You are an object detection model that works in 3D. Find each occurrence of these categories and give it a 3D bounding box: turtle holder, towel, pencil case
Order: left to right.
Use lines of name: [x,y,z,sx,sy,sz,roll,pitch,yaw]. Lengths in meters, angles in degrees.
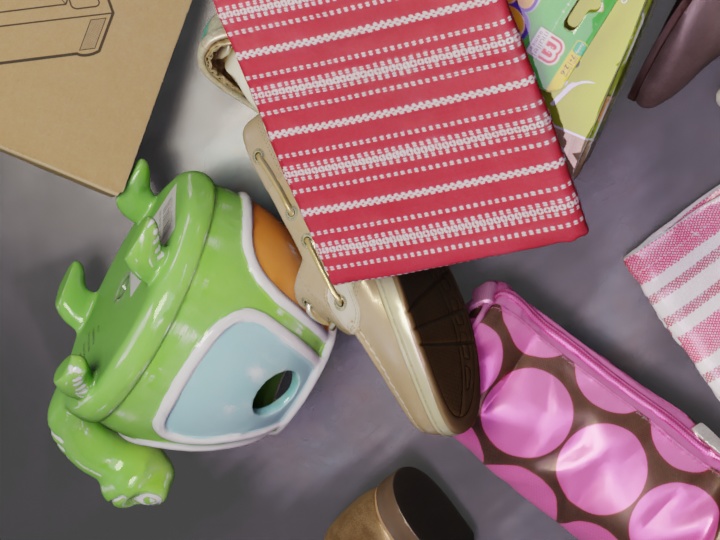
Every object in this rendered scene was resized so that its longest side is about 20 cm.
turtle holder: [-0.096,0.045,1.443,0.131,0.141,0.186,26,86,-17]
towel: [0.014,-0.093,1.264,0.144,0.023,0.201,-10,114,27]
pencil case: [0.123,0.087,1.448,0.200,0.091,0.094,35,130,1]
towel: [0.257,0.033,1.454,0.146,0.030,0.200,-36,91,10]

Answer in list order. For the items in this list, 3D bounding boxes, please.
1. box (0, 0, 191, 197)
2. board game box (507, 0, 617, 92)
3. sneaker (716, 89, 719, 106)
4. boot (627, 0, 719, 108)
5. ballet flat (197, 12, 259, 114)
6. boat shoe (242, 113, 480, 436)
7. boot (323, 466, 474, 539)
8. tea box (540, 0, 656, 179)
box: [-0.194,-0.152,1.435,0.199,0.021,0.164,22,79,-16]
board game box: [0.035,-0.175,1.258,0.200,0.030,0.096,34,101,6]
sneaker: [0.280,-0.060,1.381,0.199,0.081,0.084,17,63,-14]
boot: [0.252,-0.144,1.417,0.146,0.070,0.201,30,99,0]
ballet flat: [-0.005,-0.075,1.454,0.199,0.062,0.068,31,116,4]
boat shoe: [0.000,0.000,1.399,0.065,0.072,0.201,-27,85,26]
boot: [0.053,0.210,1.487,0.075,0.074,0.200,-36,87,28]
tea box: [0.092,-0.166,1.366,0.133,0.200,0.198,24,100,4]
